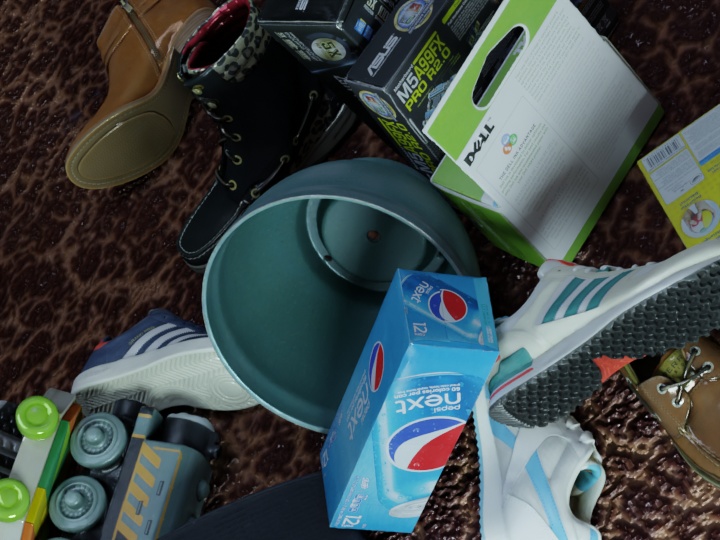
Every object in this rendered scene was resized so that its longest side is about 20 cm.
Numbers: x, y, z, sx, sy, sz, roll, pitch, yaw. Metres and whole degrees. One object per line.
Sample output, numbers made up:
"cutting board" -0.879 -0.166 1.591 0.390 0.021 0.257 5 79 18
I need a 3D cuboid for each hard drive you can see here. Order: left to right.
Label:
"hard drive" -0.086 0.223 1.386 0.199 0.042 0.135 -25 45 -7

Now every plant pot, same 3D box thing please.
"plant pot" 0.000 0.000 1.427 0.200 0.201 0.134 -20 24 26

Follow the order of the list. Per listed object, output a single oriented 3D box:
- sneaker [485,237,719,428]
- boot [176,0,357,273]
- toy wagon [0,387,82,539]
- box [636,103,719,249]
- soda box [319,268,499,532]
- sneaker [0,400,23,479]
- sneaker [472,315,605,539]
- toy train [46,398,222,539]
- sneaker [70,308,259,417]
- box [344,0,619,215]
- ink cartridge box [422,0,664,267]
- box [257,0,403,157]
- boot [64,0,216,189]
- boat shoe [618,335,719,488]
"sneaker" 0.154 0.017 1.265 0.199 0.070 0.094 -35 50 24
"boot" -0.108 -0.110 1.589 0.204 0.154 0.073 -49 44 1
"toy wagon" -0.259 0.194 1.515 0.039 0.155 0.201 14 61 2
"box" 0.276 -0.030 1.315 0.117 0.048 0.200 -35 44 14
"soda box" 0.030 0.091 1.332 0.200 0.064 0.068 111 158 -44
"sneaker" -0.330 0.199 1.624 0.081 0.075 0.201 -4 59 46
"sneaker" 0.120 0.119 1.327 0.080 0.077 0.201 -12 55 13
"toy train" -0.174 0.193 1.495 0.113 0.085 0.201 6 61 17
"sneaker" -0.135 0.063 1.559 0.199 0.075 0.085 -9 40 25
"box" 0.094 -0.163 1.449 0.044 0.160 0.200 19 69 44
"ink cartridge box" 0.110 -0.113 1.388 0.076 0.200 0.148 24 78 45
"box" 0.039 -0.201 1.502 0.086 0.200 0.164 7 66 42
"boot" -0.206 -0.170 1.768 0.200 0.074 0.155 -40 45 -7
"boat shoe" 0.210 0.075 1.280 0.072 0.068 0.200 -47 45 2
